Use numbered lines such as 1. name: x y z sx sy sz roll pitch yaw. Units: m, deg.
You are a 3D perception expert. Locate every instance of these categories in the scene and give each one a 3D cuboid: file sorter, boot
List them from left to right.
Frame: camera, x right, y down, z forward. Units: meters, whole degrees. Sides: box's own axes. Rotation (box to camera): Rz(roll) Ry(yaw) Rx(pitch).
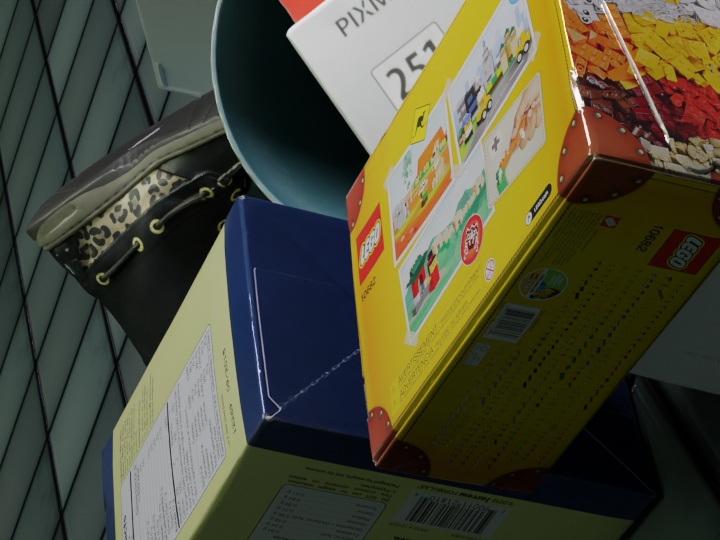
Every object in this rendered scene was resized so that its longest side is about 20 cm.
1. boot: -0.075 -0.017 1.176 0.203 0.154 0.074 -28 15 22
2. file sorter: -0.056 -0.202 1.252 0.200 0.138 0.125 82 -158 -62

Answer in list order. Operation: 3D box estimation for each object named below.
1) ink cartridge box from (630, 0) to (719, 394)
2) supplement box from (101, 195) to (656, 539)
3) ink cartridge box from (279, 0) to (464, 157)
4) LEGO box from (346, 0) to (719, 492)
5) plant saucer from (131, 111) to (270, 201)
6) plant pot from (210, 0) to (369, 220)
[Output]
1. ink cartridge box: 0.169 -0.065 0.807 0.200 0.085 0.147 127 147 -45
2. supplement box: -0.001 0.098 0.983 0.135 0.198 0.200 -99 31 -43
3. ink cartridge box: 0.047 -0.168 0.968 0.199 0.174 0.044 -37 -8 10
4. LEGO box: 0.069 -0.030 0.818 0.200 0.077 0.150 123 151 -45
5. plant saucer: -0.081 -0.045 1.281 0.200 0.199 0.028 -55 51 45
6. plant pot: 0.036 -0.106 1.059 0.135 0.198 0.202 10 -87 -76
